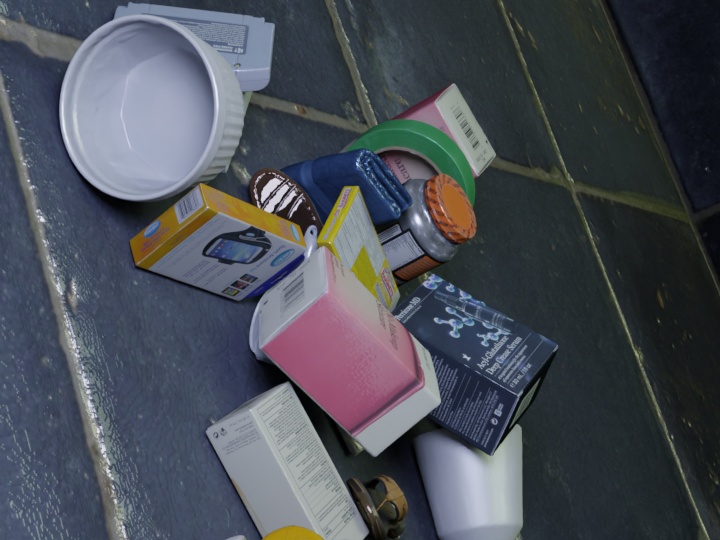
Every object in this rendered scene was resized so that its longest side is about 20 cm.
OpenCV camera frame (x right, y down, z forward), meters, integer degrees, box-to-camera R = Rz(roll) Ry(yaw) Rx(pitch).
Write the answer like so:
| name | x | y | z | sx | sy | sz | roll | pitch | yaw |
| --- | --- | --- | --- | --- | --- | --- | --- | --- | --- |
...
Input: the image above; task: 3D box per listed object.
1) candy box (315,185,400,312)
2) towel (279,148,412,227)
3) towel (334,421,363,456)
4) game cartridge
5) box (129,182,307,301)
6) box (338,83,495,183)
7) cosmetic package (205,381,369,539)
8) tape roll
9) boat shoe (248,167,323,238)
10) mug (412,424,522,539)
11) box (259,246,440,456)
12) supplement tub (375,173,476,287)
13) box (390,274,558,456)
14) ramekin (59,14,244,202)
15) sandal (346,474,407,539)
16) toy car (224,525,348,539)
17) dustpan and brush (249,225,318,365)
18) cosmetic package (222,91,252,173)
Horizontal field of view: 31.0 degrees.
| name | x | y | z | sx | sy | sz | roll | pitch | yaw |
| --- | --- | --- | --- | --- | --- | --- | --- | --- | --- |
| candy box | 0.000 | 0.000 | 1.657 | 0.201 | 0.026 | 0.103 | 68 | 33 | -40 |
| towel | -0.028 | -0.103 | 1.700 | 0.112 | 0.199 | 0.049 | 51 | 58 | -23 |
| towel | 0.012 | 0.156 | 1.716 | 0.133 | 0.034 | 0.200 | 63 | 28 | 2 |
| game cartridge | -0.206 | -0.270 | 1.578 | 0.198 | 0.042 | 0.134 | 6 | 46 | -5 |
| box | -0.154 | -0.027 | 1.500 | 0.199 | 0.119 | 0.042 | 21 | 40 | -52 |
| box | 0.077 | -0.165 | 1.918 | 0.128 | 0.199 | 0.109 | 57 | 29 | -9 |
| cosmetic package | -0.080 | 0.238 | 1.454 | 0.201 | 0.071 | 0.105 | 63 | 27 | -1 |
| tape roll | 0.063 | -0.113 | 1.849 | 0.201 | 0.199 | 0.048 | 57 | 28 | -11 |
| boat shoe | -0.079 | -0.045 | 1.716 | 0.203 | 0.074 | 0.075 | 54 | -6 | -4 |
| mug | 0.164 | 0.296 | 1.748 | 0.186 | 0.149 | 0.155 | 13 | 63 | -47 |
| box | -0.014 | 0.093 | 1.514 | 0.200 | 0.109 | 0.128 | 45 | 14 | -21 |
| supplement tub | 0.052 | -0.046 | 1.776 | 0.122 | 0.199 | 0.123 | 40 | 35 | -36 |
| box | 0.131 | 0.119 | 1.687 | 0.199 | 0.108 | 0.148 | 29 | 34 | 15 |
| ramekin | -0.223 | -0.175 | 1.442 | 0.202 | 0.199 | 0.105 | 67 | 20 | 7 |
| sandal | 0.031 | 0.281 | 1.554 | 0.082 | 0.054 | 0.200 | 59 | 4 | 22 |
| toy car | -0.073 | 0.366 | 1.302 | 0.201 | 0.173 | 0.151 | -82 | 173 | -47 |
| dustpan and brush | -0.068 | 0.034 | 1.631 | 0.139 | 0.057 | 0.202 | 21 | 72 | -29 |
| cosmetic package | -0.191 | -0.215 | 1.601 | 0.100 | 0.072 | 0.201 | 11 | 42 | -2 |
